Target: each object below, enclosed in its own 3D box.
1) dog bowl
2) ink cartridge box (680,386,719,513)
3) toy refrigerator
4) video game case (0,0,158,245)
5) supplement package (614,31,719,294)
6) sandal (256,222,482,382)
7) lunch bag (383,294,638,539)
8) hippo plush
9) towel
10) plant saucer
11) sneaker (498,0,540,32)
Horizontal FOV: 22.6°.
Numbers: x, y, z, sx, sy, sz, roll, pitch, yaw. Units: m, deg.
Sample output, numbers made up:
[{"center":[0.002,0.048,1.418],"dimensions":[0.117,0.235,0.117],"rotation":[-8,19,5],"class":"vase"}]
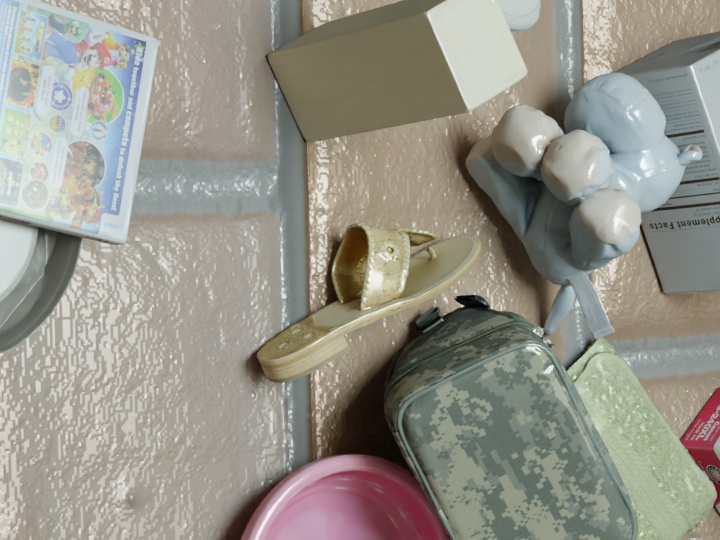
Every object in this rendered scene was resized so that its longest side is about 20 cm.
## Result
[{"center":[-0.281,-0.035,1.158],"dimensions":[0.200,0.059,0.201],"rotation":[2,87,-35],"class":"dog bowl"},{"center":[0.395,0.178,1.539],"dimensions":[0.083,0.200,0.145],"rotation":[-46,112,-28],"class":"ink cartridge box"},{"center":[0.025,-0.150,1.295],"dimensions":[0.070,0.200,0.076],"rotation":[-34,106,-32],"class":"toy refrigerator"},{"center":[-0.230,-0.107,1.153],"dimensions":[0.200,0.018,0.144],"rotation":[14,78,-34],"class":"video game case"},{"center":[0.308,-0.095,1.542],"dimensions":[0.121,0.120,0.200],"rotation":[-29,104,-34],"class":"supplement package"},{"center":[0.003,0.000,1.347],"dimensions":[0.212,0.078,0.070],"rotation":[-34,112,-27],"class":"sandal"},{"center":[0.105,0.130,1.357],"dimensions":[0.139,0.168,0.200],"rotation":[-29,102,-1],"class":"lunch bag"},{"center":[0.204,-0.071,1.435],"dimensions":[0.161,0.159,0.200],"rotation":[-36,107,-24],"class":"hippo plush"},{"center":[0.214,0.171,1.512],"dimensions":[0.148,0.036,0.200],"rotation":[-48,114,-26],"class":"towel"},{"center":[-0.017,0.237,1.335],"dimensions":[0.200,0.051,0.201],"rotation":[3,85,-36],"class":"plant saucer"},{"center":[0.085,-0.265,1.406],"dimensions":[0.200,0.100,0.075],"rotation":[47,61,-25],"class":"sneaker"}]
